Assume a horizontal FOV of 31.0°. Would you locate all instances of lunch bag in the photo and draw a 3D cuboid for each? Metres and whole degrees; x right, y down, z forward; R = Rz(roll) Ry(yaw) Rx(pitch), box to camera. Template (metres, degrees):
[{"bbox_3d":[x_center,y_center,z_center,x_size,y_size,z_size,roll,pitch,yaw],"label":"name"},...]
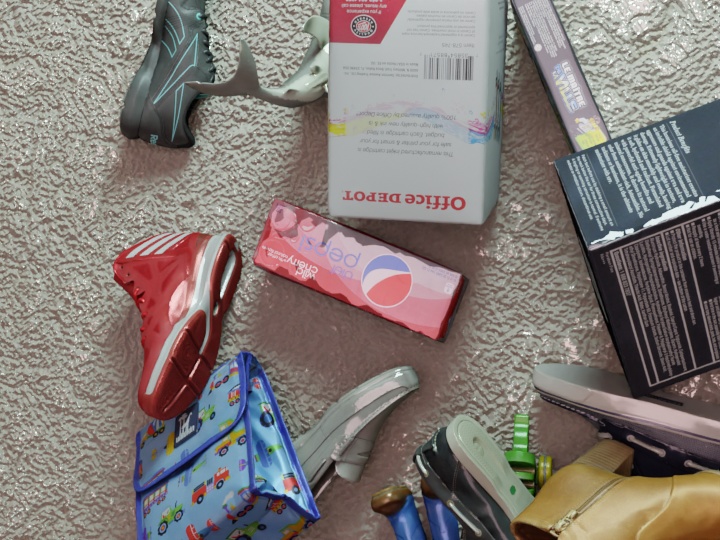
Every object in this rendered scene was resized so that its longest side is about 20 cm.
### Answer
[{"bbox_3d":[-0.138,0.182,1.222,0.150,0.094,0.201,-40,42,19],"label":"lunch bag"}]

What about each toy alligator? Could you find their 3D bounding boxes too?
[{"bbox_3d":[0.145,0.235,1.197,0.058,0.054,0.203,2,86,12],"label":"toy alligator"}]

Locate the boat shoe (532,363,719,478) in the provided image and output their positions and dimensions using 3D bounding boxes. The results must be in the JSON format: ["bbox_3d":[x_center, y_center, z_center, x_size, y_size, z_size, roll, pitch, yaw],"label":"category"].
[{"bbox_3d":[0.244,0.153,1.179,0.198,0.074,0.094,16,105,23],"label":"boat shoe"}]

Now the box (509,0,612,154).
[{"bbox_3d":[0.191,-0.164,1.193,0.034,0.110,0.202,-23,81,8],"label":"box"}]

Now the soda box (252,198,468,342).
[{"bbox_3d":[0.000,0.000,1.242,0.198,0.063,0.071,22,90,12],"label":"soda box"}]

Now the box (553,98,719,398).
[{"bbox_3d":[0.291,-0.023,1.104,0.196,0.201,0.124,-19,43,8],"label":"box"}]

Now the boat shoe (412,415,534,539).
[{"bbox_3d":[0.123,0.226,1.147,0.067,0.072,0.201,-38,86,26],"label":"boat shoe"}]

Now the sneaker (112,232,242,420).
[{"bbox_3d":[-0.196,0.049,1.258,0.114,0.079,0.202,7,54,22],"label":"sneaker"}]

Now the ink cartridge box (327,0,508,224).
[{"bbox_3d":[0.054,-0.153,1.178,0.143,0.145,0.203,5,103,12],"label":"ink cartridge box"}]

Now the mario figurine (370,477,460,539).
[{"bbox_3d":[0.076,0.286,1.177,0.123,0.105,0.202,-37,67,46],"label":"mario figurine"}]

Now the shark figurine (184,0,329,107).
[{"bbox_3d":[-0.062,-0.191,1.253,0.089,0.214,0.129,-9,117,46],"label":"shark figurine"}]

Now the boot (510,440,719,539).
[{"bbox_3d":[0.236,0.220,1.068,0.200,0.144,0.072,19,131,36],"label":"boot"}]

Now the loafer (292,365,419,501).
[{"bbox_3d":[-0.016,0.168,1.229,0.200,0.070,0.070,-42,73,15],"label":"loafer"}]

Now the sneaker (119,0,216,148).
[{"bbox_3d":[-0.175,-0.219,1.299,0.078,0.075,0.203,19,97,1],"label":"sneaker"}]
